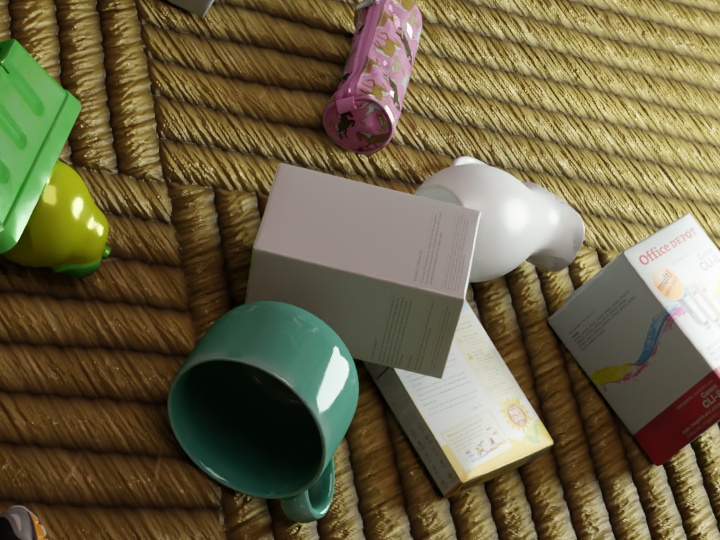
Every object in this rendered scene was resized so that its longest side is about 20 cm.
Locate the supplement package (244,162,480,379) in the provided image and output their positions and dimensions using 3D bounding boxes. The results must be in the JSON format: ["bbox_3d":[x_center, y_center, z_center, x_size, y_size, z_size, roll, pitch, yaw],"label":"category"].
[{"bbox_3d":[0.000,0.000,1.553,0.198,0.122,0.120,14,47,0],"label":"supplement package"}]

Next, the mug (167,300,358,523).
[{"bbox_3d":[-0.080,0.116,1.448,0.151,0.186,0.115,20,40,11],"label":"mug"}]

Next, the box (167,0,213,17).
[{"bbox_3d":[-0.165,-0.417,1.736,0.130,0.199,0.201,24,47,-18],"label":"box"}]

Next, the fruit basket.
[{"bbox_3d":[-0.315,-0.072,1.439,0.215,0.154,0.218,-4,90,-70],"label":"fruit basket"}]

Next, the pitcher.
[{"bbox_3d":[0.122,-0.065,1.749,0.171,0.122,0.199,43,27,30],"label":"pitcher"}]

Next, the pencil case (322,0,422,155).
[{"bbox_3d":[0.015,-0.218,1.800,0.086,0.083,0.201,28,46,-16],"label":"pencil case"}]

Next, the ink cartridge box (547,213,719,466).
[{"bbox_3d":[0.333,0.071,1.766,0.145,0.145,0.201,-26,74,-44],"label":"ink cartridge box"}]

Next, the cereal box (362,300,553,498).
[{"bbox_3d":[0.087,0.113,1.631,0.143,0.040,0.201,-15,66,-42],"label":"cereal box"}]

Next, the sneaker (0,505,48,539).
[{"bbox_3d":[-0.280,0.263,1.230,0.077,0.078,0.201,14,49,-15],"label":"sneaker"}]
